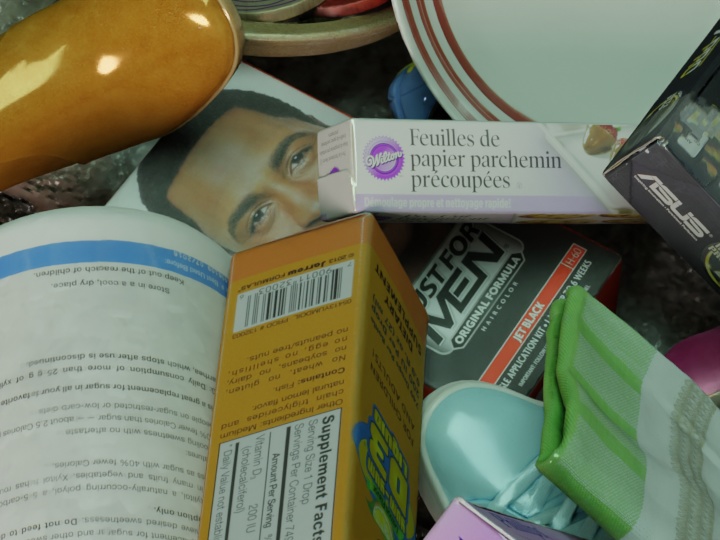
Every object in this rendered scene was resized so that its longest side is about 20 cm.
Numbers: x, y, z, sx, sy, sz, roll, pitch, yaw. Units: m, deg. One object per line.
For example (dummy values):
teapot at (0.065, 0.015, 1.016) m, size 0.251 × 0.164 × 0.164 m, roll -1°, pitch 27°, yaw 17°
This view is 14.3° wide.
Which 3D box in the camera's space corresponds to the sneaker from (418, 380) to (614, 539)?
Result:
sneaker at (0.105, 0.109, 1.104) m, size 0.200 × 0.082 × 0.074 m, roll 41°, pitch 70°, yaw 2°

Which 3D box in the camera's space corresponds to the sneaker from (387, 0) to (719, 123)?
sneaker at (0.106, -0.083, 1.281) m, size 0.199 × 0.071 × 0.083 m, roll -22°, pitch 93°, yaw -24°

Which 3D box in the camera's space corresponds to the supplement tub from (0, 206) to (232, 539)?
supplement tub at (-0.102, 0.089, 1.120) m, size 0.132 × 0.132 × 0.200 m, roll -3°, pitch 56°, yaw -3°

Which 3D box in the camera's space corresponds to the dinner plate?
dinner plate at (0.100, -0.128, 1.234) m, size 0.200 × 0.024 × 0.201 m, roll 3°, pitch 81°, yaw -23°

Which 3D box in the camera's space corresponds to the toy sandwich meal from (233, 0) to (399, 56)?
toy sandwich meal at (-0.049, -0.169, 1.295) m, size 0.204 × 0.070 × 0.205 m, roll 4°, pitch 34°, yaw -3°

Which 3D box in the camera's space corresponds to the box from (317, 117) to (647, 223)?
box at (0.081, -0.040, 1.180) m, size 0.199 × 0.041 × 0.039 m, roll 0°, pitch 84°, yaw -23°

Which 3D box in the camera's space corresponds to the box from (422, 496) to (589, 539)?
box at (0.035, 0.191, 0.984) m, size 0.097 × 0.176 × 0.200 m, roll 37°, pitch 93°, yaw 22°

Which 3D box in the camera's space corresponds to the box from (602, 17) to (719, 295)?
box at (0.214, -0.026, 1.180) m, size 0.200 × 0.049 × 0.161 m, roll 45°, pitch 57°, yaw -7°

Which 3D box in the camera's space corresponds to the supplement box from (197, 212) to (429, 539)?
supplement box at (-0.017, 0.070, 1.073) m, size 0.069 × 0.067 × 0.200 m, roll -16°, pitch 38°, yaw 18°

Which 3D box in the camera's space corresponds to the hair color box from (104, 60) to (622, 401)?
hair color box at (0.000, 0.000, 1.221) m, size 0.200 × 0.061 × 0.102 m, roll 27°, pitch 61°, yaw 17°

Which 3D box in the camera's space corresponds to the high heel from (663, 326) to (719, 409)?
high heel at (0.163, 0.009, 1.207) m, size 0.200 × 0.067 × 0.096 m, roll -25°, pitch 70°, yaw -22°

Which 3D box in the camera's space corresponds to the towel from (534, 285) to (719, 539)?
towel at (0.147, 0.098, 1.078) m, size 0.200 × 0.031 × 0.149 m, roll 41°, pitch 20°, yaw -13°

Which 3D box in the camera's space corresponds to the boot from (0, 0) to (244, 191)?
boot at (-0.153, -0.057, 1.183) m, size 0.144 × 0.201 × 0.071 m, roll -34°, pitch 101°, yaw -46°
